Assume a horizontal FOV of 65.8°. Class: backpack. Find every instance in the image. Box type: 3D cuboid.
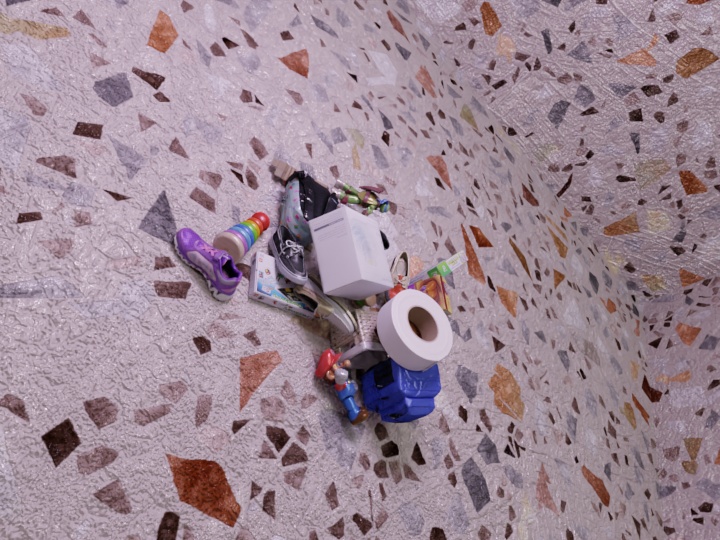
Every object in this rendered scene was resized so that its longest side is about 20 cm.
[{"bbox_3d":[0.094,0.320,1.482,0.161,0.200,0.169,16,59,-32],"label":"backpack"},{"bbox_3d":[-0.152,-0.168,1.593,0.166,0.126,0.201,27,40,-31],"label":"backpack"}]

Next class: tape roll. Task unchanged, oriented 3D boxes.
[{"bbox_3d":[0.141,0.153,1.431,0.201,0.071,0.204,23,47,-26],"label":"tape roll"}]

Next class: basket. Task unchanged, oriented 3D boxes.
[{"bbox_3d":[0.026,0.194,1.546,0.199,0.135,0.124,13,52,-42],"label":"basket"}]

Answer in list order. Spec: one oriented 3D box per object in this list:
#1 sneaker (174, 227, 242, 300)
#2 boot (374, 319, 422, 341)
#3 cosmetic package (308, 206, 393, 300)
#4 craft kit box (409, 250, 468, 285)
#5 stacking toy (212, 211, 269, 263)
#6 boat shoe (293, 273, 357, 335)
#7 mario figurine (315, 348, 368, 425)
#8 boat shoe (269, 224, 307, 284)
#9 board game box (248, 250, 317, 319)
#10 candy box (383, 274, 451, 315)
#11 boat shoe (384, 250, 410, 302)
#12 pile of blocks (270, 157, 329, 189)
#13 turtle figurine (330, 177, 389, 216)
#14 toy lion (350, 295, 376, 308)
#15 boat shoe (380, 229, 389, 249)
[{"bbox_3d":[-0.352,-0.027,1.317,0.201,0.088,0.081,50,40,-8],"label":"sneaker"},{"bbox_3d":[0.126,0.180,1.500,0.200,0.074,0.155,40,36,-1],"label":"boot"},{"bbox_3d":[-0.021,-0.039,1.478,0.199,0.122,0.202,16,59,-62],"label":"cosmetic package"},{"bbox_3d":[0.231,0.014,1.835,0.199,0.197,0.049,-28,85,-51],"label":"craft kit box"},{"bbox_3d":[-0.297,-0.097,1.439,0.086,0.085,0.200,49,33,-11],"label":"stacking toy"},{"bbox_3d":[-0.095,0.101,1.455,0.200,0.075,0.068,44,56,15],"label":"boat shoe"},{"bbox_3d":[-0.033,0.288,1.432,0.106,0.123,0.201,-32,95,-39],"label":"mario figurine"},{"bbox_3d":[-0.182,-0.046,1.468,0.073,0.068,0.200,14,31,-34],"label":"boat shoe"},{"bbox_3d":[-0.201,0.041,1.477,0.199,0.035,0.127,25,48,-35],"label":"board game box"},{"bbox_3d":[0.172,0.104,1.706,0.056,0.199,0.118,35,41,-49],"label":"candy box"},{"bbox_3d":[0.117,0.028,1.693,0.070,0.063,0.201,16,49,-2],"label":"boat shoe"},{"bbox_3d":[-0.190,-0.267,1.690,0.199,0.082,0.063,27,90,-22],"label":"pile of blocks"},{"bbox_3d":[-0.013,-0.204,1.815,0.192,0.200,0.145,26,74,-4],"label":"turtle figurine"},{"bbox_3d":[0.000,0.000,1.658,0.200,0.068,0.193,41,54,-30],"label":"toy lion"},{"bbox_3d":[0.027,-0.109,1.762,0.199,0.074,0.066,32,19,-52],"label":"boat shoe"}]
